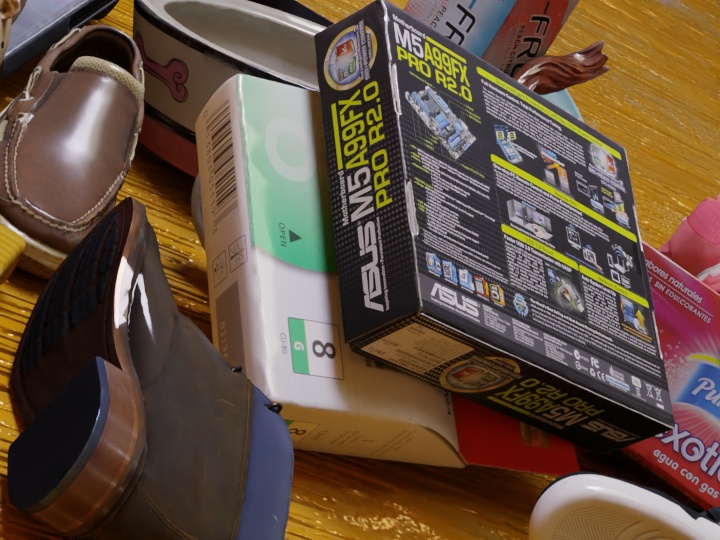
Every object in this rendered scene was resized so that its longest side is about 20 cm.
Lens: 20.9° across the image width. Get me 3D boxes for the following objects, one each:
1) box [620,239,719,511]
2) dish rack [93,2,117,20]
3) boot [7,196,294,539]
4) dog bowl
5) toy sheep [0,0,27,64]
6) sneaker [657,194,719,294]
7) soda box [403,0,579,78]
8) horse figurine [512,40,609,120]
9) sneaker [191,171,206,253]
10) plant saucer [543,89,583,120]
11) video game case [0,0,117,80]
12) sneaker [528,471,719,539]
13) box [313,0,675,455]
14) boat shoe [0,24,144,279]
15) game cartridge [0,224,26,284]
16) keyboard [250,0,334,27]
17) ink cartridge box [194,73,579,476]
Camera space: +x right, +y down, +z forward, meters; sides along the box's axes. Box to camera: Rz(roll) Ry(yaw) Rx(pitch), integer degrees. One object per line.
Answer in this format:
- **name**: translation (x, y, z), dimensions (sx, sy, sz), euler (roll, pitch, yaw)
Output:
- **box**: translation (0.190, 0.074, 1.034), dimensions (0.200, 0.096, 0.100), euler (35, -1, 5)
- **dish rack**: translation (-0.238, -0.217, 1.149), dimensions (0.199, 0.055, 0.153), euler (12, 28, -46)
- **boot**: translation (-0.079, 0.051, 0.761), dimensions (0.097, 0.075, 0.200), euler (38, 24, -23)
- **dog bowl**: translation (-0.041, -0.088, 1.077), dimensions (0.199, 0.074, 0.200), euler (19, 16, -6)
- **toy sheep**: translation (-0.229, -0.161, 0.922), dimensions (0.138, 0.138, 0.201), euler (-3, 57, -59)
- **sneaker**: translation (0.208, 0.001, 1.161), dimensions (0.073, 0.087, 0.200), euler (21, -19, -18)
- **soda box**: translation (0.057, -0.124, 1.169), dimensions (0.068, 0.201, 0.063), euler (44, 23, 29)
- **horse figurine**: translation (0.105, -0.041, 1.151), dimensions (0.050, 0.201, 0.132), euler (-4, -10, 40)
- **sneaker**: translation (0.000, 0.000, 0.995), dimensions (0.200, 0.074, 0.116), euler (40, 16, -11)
- **plant saucer**: translation (0.103, -0.102, 1.357), dimensions (0.200, 0.036, 0.201), euler (42, 31, -33)
- **video game case**: translation (-0.183, -0.186, 1.056), dimensions (0.142, 0.019, 0.200), euler (31, 47, 16)
- **sneaker**: translation (0.145, 0.138, 0.901), dimensions (0.200, 0.073, 0.112), euler (35, 14, -21)
- **box**: translation (0.065, -0.015, 0.909), dimensions (0.200, 0.044, 0.161), euler (24, 49, -45)
- **boat shoe**: translation (-0.138, -0.068, 0.919), dimensions (0.074, 0.075, 0.203), euler (28, 20, -16)
- **game cartridge**: translation (-0.228, -0.022, 0.737), dimensions (0.176, 0.033, 0.200), euler (32, 20, -5)
- **keyboard**: translation (-0.004, -0.142, 1.390), dimensions (0.199, 0.040, 0.104), euler (29, -3, -11)
- **ink cartridge box**: translation (0.023, 0.007, 0.899), dimensions (0.199, 0.050, 0.162), euler (9, 59, -31)
